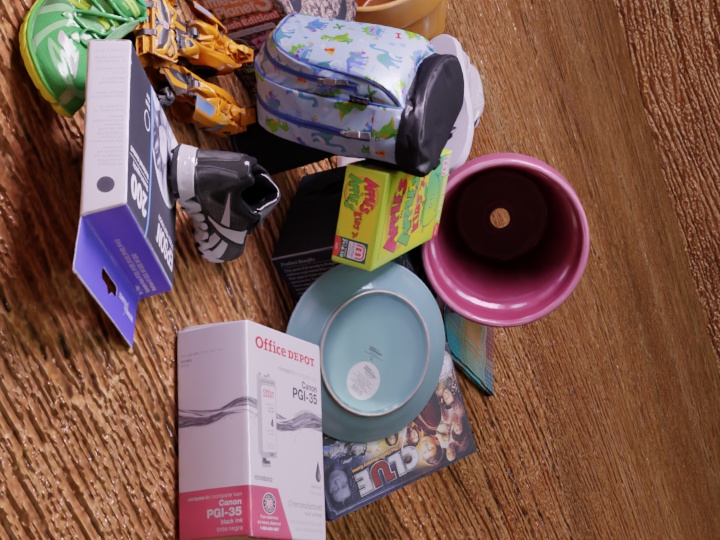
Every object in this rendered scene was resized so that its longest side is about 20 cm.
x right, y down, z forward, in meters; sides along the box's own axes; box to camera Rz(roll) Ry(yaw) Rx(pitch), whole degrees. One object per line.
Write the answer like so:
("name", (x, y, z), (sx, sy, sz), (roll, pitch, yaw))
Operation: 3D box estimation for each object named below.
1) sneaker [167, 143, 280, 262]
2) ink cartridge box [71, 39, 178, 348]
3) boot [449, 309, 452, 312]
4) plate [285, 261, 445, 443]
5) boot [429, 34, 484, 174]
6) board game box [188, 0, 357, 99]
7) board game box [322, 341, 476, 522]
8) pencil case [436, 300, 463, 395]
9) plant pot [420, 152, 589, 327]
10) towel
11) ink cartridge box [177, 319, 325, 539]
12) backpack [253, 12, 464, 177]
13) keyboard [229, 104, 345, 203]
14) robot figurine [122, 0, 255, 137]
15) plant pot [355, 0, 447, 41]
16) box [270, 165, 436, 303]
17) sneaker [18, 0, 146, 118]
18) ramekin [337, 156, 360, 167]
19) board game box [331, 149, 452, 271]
("sneaker", (-0.118, -0.058, 1.154), (0.200, 0.090, 0.067), (77, 13, -67))
("ink cartridge box", (-0.193, -0.058, 1.023), (0.198, 0.043, 0.201), (81, 8, -69))
("boot", (0.159, -0.020, 1.742), (0.200, 0.073, 0.156), (0, 82, -79))
("plate", (0.012, 0.088, 1.296), (0.199, 0.026, 0.202), (-3, 96, -29))
("boot", (0.128, -0.200, 1.551), (0.095, 0.073, 0.201), (34, 50, -50))
("board game box", (-0.098, -0.308, 1.337), (0.200, 0.096, 0.160), (55, 35, -42))
("board game box", (0.026, 0.175, 1.345), (0.199, 0.035, 0.136), (-21, 102, -25))
("pencil case", (0.077, 0.085, 1.570), (0.083, 0.086, 0.201), (175, -96, -84))
("plant pot", (0.173, -0.052, 1.475), (0.179, 0.199, 0.201), (-71, 145, -74))
("towel", (0.161, 0.088, 1.813), (0.200, 0.022, 0.148), (45, 42, -50))
("ink cartridge box", (-0.104, 0.159, 1.158), (0.146, 0.082, 0.201), (26, 57, -59))
("backpack", (-0.011, -0.184, 1.234), (0.163, 0.199, 0.155), (-60, 145, -46))
("keyboard", (-0.040, -0.136, 1.325), (0.021, 0.199, 0.128), (-177, -110, -73))
("robot figurine", (-0.176, -0.210, 1.179), (0.200, 0.058, 0.146), (26, 56, -60))
("plant pot", (0.035, -0.364, 1.553), (0.183, 0.199, 0.202), (62, 27, -63))
("box", (0.000, 0.000, 1.410), (0.201, 0.106, 0.149), (61, 31, -35))
("sneaker", (-0.232, -0.221, 1.037), (0.074, 0.083, 0.201), (49, 40, -46))
("ramekin", (0.051, -0.121, 1.567), (0.200, 0.104, 0.202), (37, 47, -56))
("board game box", (0.037, -0.072, 1.293), (0.200, 0.047, 0.102), (-28, 131, -64))
